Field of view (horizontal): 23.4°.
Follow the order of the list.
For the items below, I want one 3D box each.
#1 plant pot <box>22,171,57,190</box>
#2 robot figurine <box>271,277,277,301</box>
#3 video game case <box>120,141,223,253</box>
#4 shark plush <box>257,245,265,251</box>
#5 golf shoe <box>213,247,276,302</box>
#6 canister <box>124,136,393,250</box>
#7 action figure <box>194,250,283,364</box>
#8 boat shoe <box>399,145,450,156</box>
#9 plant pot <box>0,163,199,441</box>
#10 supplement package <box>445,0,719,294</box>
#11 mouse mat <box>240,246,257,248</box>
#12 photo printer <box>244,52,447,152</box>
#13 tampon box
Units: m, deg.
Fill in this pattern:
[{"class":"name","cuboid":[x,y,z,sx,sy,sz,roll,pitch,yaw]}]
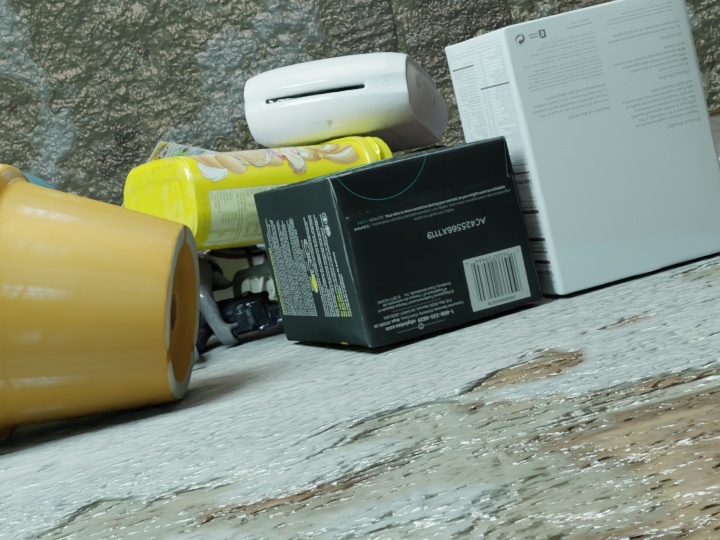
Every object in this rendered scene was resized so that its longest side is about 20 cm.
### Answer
[{"class":"plant pot","cuboid":[-0.418,0.010,1.958,0.198,0.202,0.188,-13,20,5]},{"class":"robot figurine","cuboid":[0.000,0.000,1.565,0.144,0.059,0.200,-17,5,-26]},{"class":"video game case","cuboid":[-0.197,-0.028,1.666,0.023,0.201,0.181,34,-10,-31]},{"class":"shark plush","cuboid":[-0.111,-0.038,1.678,0.198,0.092,0.083,-17,-19,22]},{"class":"golf shoe","cuboid":[-0.098,0.008,1.671,0.199,0.078,0.088,-18,12,-41]},{"class":"canister","cuboid":[-0.088,-0.063,1.506,0.198,0.088,0.148,-7,0,-32]},{"class":"action figure","cuboid":[-0.147,0.025,1.483,0.198,0.106,0.194,-14,14,15]},{"class":"boat shoe","cuboid":[0.019,-0.068,1.724,0.200,0.072,0.061,-19,45,40]},{"class":"plant pot","cuboid":[-0.214,0.027,1.239,0.181,0.203,0.200,3,7,5]},{"class":"supplement package","cuboid":[0.175,-0.098,1.351,0.150,0.202,0.151,-14,5,-14]},{"class":"mouse mat","cuboid":[-0.088,-0.040,1.758,0.199,0.160,0.008,-25,37,53]},{"class":"photo printer","cuboid":[-0.014,-0.150,1.603,0.165,0.070,0.200,-7,-5,12]},{"class":"tampon box","cuboid":[0.024,-0.021,1.339,0.148,0.128,0.200,-15,4,-18]}]
